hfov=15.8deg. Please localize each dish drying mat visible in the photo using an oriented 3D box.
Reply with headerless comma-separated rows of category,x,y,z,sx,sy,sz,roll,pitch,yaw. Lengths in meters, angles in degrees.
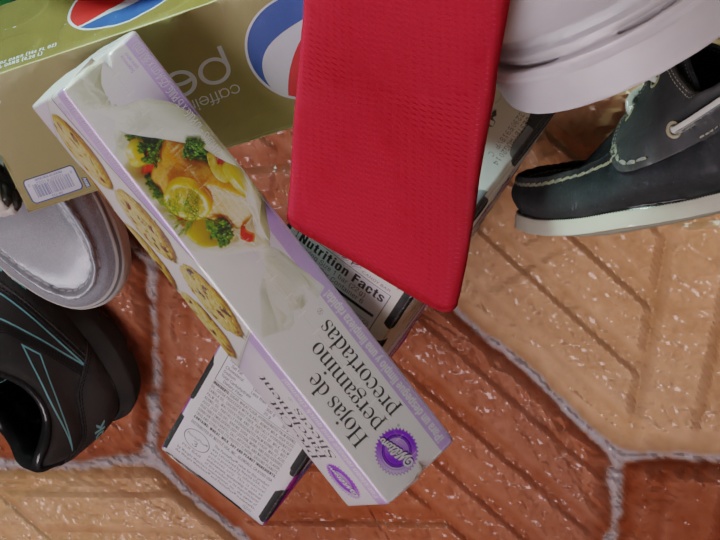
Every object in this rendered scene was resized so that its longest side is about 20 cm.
dish drying mat,0.013,-0.067,0.881,0.077,0.018,0.200,29,145,17

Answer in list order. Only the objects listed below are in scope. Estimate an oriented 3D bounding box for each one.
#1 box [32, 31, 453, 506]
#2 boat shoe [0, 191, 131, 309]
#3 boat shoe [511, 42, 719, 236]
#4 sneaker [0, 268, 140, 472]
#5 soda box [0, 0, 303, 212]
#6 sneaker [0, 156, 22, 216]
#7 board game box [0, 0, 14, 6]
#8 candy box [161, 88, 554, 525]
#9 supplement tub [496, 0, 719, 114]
box,-0.044,0.001,0.975,0.200,0.039,0.041,53,159,-11
boat shoe,-0.188,-0.053,1.210,0.070,0.072,0.201,-36,102,21
boat shoe,0.134,-0.054,0.996,0.200,0.072,0.068,-15,92,49
sneaker,-0.190,0.011,1.283,0.200,0.079,0.075,50,140,-11
soda box,-0.049,-0.093,1.016,0.199,0.068,0.064,-17,120,10
sneaker,-0.232,-0.075,1.104,0.090,0.079,0.200,-25,130,21
board game box,-0.187,-0.129,1.119,0.200,0.029,0.135,45,174,-16
candy box,0.000,0.000,1.082,0.061,0.136,0.200,36,140,3
supplement tub,0.051,-0.169,0.876,0.144,0.145,0.200,-13,119,43
